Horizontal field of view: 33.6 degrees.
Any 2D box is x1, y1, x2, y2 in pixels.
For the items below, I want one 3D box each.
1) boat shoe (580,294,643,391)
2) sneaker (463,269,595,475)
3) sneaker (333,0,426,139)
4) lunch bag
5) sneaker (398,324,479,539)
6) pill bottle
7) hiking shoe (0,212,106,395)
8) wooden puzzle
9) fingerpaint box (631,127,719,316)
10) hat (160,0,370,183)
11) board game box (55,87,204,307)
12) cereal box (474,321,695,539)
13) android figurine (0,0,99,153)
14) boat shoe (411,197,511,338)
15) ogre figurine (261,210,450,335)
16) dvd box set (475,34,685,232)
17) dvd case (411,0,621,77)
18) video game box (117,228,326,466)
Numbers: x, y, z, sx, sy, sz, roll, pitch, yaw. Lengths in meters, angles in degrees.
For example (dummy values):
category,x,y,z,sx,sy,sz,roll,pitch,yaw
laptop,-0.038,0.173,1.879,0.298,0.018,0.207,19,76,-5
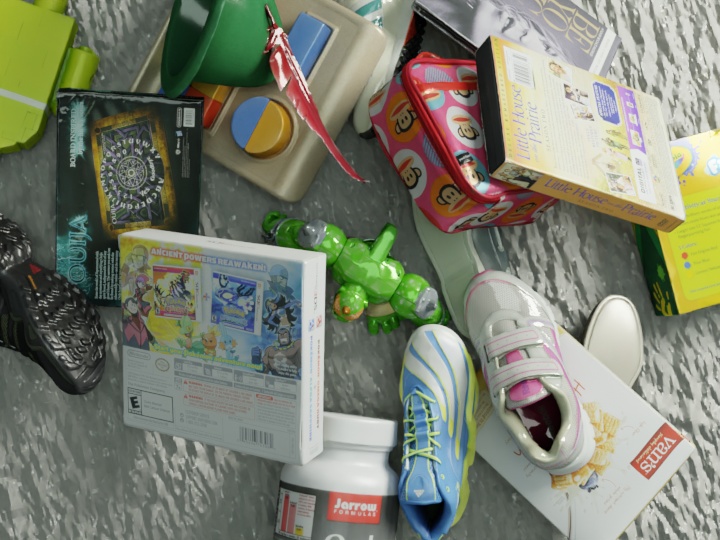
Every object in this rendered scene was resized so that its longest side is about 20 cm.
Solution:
category,x,y,z,sx,sy,sz,roll,pitch,yaw
boat shoe,0.239,0.127,1.181,0.066,0.057,0.202,5,81,-10
sneaker,0.151,0.091,1.079,0.081,0.088,0.201,-28,81,12
sneaker,0.009,-0.231,1.172,0.092,0.070,0.202,15,89,15
lunch bag,0.102,-0.128,1.112,0.199,0.082,0.177,-10,67,-48
sneaker,0.071,0.156,1.089,0.075,0.105,0.202,-3,106,10
pill bottle,-0.023,0.235,1.105,0.114,0.116,0.202,7,86,-6
hiking shoe,-0.312,0.042,1.101,0.200,0.076,0.101,51,126,10
wooden puzzle,-0.102,-0.190,1.125,0.199,0.046,0.186,30,94,8
fingerpaint box,0.375,-0.060,1.193,0.198,0.073,0.169,-15,88,-7
hat,-0.073,-0.202,1.077,0.175,0.165,0.202,16,89,-23
board game box,-0.216,-0.065,1.113,0.134,0.028,0.202,3,105,-6
cereal box,0.195,0.153,1.131,0.200,0.039,0.144,41,97,16
android figurine,-0.345,-0.194,1.130,0.180,0.041,0.202,16,84,-6
boat shoe,0.105,-0.032,1.176,0.061,0.072,0.202,-5,77,-50
ogre figurine,0.000,0.000,1.120,0.098,0.120,0.200,-40,91,-7
dvd box set,0.198,-0.122,1.081,0.198,0.029,0.148,14,53,-25
dvd case,0.157,-0.241,1.165,0.199,0.016,0.149,35,50,-6
video game box,-0.126,0.064,1.068,0.198,0.047,0.184,9,107,26
